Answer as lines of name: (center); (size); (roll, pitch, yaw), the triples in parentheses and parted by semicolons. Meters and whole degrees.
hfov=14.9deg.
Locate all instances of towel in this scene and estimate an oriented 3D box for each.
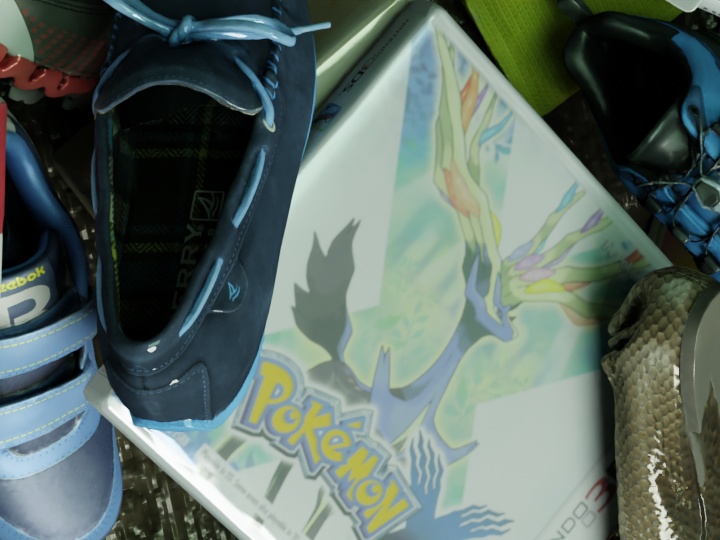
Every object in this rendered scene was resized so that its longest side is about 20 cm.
towel: (0.133, -0.145, 1.100); (0.200, 0.018, 0.086); (-36, 128, -3)

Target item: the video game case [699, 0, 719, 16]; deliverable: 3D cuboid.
video game case: (0.193, -0.183, 1.061); (0.181, 0.023, 0.201); (23, 88, -1)

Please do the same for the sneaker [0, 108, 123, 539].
sneaker: (-0.131, 0.022, 0.996); (0.074, 0.082, 0.201); (-27, 114, -22)

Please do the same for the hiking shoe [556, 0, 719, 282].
hiking shoe: (0.137, -0.023, 1.048); (0.086, 0.200, 0.075); (17, 120, -40)

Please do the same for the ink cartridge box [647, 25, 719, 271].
ink cartridge box: (0.165, 0.006, 1.132); (0.059, 0.104, 0.201); (17, 94, -29)

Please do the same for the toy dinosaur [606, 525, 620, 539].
toy dinosaur: (0.090, 0.131, 1.122); (0.199, 0.086, 0.136); (-11, 102, 22)

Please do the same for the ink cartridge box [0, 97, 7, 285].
ink cartridge box: (-0.203, 0.037, 0.922); (0.146, 0.083, 0.201); (6, 101, 15)

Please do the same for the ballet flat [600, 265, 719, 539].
ballet flat: (0.111, 0.089, 1.012); (0.067, 0.046, 0.201); (-39, 135, -47)

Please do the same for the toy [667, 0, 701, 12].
toy: (0.076, -0.187, 1.031); (0.115, 0.200, 0.047); (-53, 160, -6)

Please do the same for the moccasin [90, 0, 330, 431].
moccasin: (-0.050, -0.049, 0.909); (0.080, 0.068, 0.201); (-6, 65, 8)

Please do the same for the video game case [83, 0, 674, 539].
video game case: (0.027, 0.037, 0.987); (0.183, 0.022, 0.200); (-50, 118, -9)

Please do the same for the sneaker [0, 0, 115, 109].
sneaker: (-0.130, -0.128, 0.938); (0.098, 0.071, 0.200); (-38, 133, 20)

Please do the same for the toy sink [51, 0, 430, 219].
toy sink: (0.000, 0.000, 1.042); (0.130, 0.112, 0.200); (-42, 116, -12)
